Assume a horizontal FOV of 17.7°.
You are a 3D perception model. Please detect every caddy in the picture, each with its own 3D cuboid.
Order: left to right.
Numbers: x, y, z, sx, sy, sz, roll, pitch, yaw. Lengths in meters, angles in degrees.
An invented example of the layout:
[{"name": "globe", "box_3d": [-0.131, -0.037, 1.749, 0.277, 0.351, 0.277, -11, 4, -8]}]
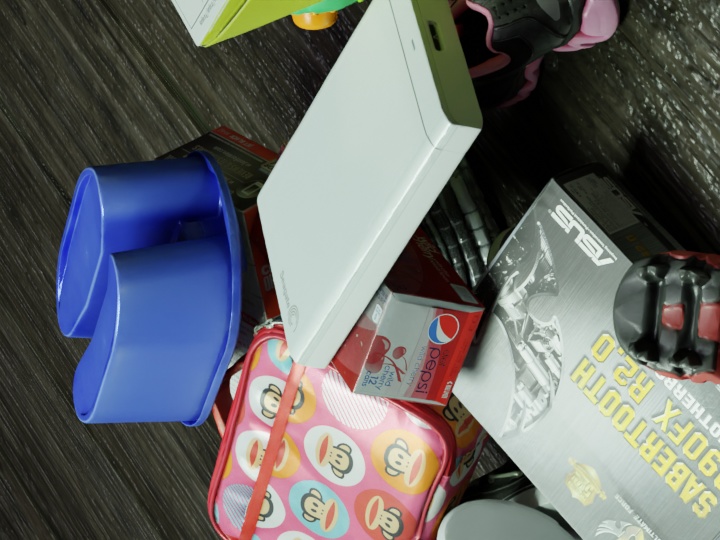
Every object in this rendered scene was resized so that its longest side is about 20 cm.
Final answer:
[{"name": "caddy", "box_3d": [-0.123, 0.013, 1.452, 0.200, 0.105, 0.142, 115, 147, -53]}]

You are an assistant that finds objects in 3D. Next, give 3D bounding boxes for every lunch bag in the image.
[{"name": "lunch bag", "box_3d": [-0.018, 0.111, 1.460, 0.176, 0.082, 0.200, 30, 131, 16]}]

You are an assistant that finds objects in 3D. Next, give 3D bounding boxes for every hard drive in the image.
[{"name": "hard drive", "box_3d": [0.001, -0.059, 1.278, 0.200, 0.027, 0.132, -58, 34, 41]}]

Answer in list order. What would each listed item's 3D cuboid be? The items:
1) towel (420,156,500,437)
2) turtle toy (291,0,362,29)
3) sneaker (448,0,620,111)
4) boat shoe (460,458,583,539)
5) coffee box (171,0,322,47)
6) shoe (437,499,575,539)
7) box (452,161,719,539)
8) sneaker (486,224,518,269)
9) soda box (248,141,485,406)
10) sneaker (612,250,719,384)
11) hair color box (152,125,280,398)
[{"name": "towel", "box_3d": [0.036, 0.015, 1.510, 0.166, 0.085, 0.200, -14, 100, 65]}, {"name": "turtle toy", "box_3d": [-0.053, -0.211, 1.371, 0.146, 0.101, 0.200, 56, -164, 19]}, {"name": "sneaker", "box_3d": [0.064, -0.129, 1.300, 0.079, 0.095, 0.200, 61, 157, 3]}, {"name": "boat shoe", "box_3d": [0.116, 0.142, 1.484, 0.200, 0.071, 0.064, -29, 50, 53]}, {"name": "coffee box", "box_3d": [-0.023, -0.269, 1.210, 0.198, 0.199, 0.200, 61, 155, 9]}, {"name": "shoe", "box_3d": [0.129, 0.214, 1.448, 0.200, 0.072, 0.091, 28, 158, -5]}, {"name": "box", "box_3d": [0.146, 0.064, 1.281, 0.200, 0.048, 0.159, 49, 130, 18]}, {"name": "sneaker", "box_3d": [0.144, 0.057, 1.348, 0.200, 0.076, 0.088, 63, 150, 2]}, {"name": "soda box", "box_3d": [0.000, 0.000, 1.364, 0.070, 0.063, 0.200, -69, 28, 21]}, {"name": "sneaker", "box_3d": [0.230, 0.033, 1.145, 0.200, 0.098, 0.071, 14, 100, 32]}, {"name": "hair color box", "box_3d": [-0.066, 0.017, 1.537, 0.111, 0.064, 0.200, 30, 140, 47]}]
